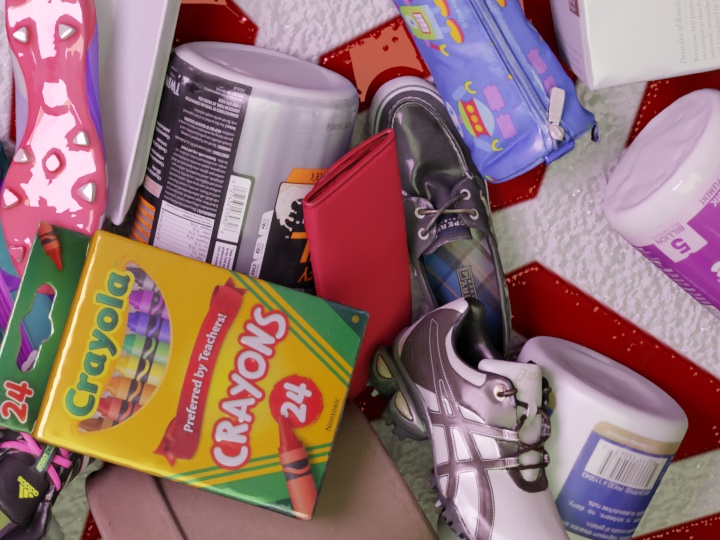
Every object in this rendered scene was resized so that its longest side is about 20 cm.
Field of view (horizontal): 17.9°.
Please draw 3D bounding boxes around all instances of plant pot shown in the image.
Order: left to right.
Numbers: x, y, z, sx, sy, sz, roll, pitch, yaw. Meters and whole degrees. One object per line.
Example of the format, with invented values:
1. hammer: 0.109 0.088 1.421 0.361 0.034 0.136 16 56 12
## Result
1. plant pot: -0.051 0.172 1.434 0.174 0.200 0.201 -32 109 -3

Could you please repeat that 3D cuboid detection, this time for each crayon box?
1. crayon box: -0.107 0.057 1.320 0.199 0.051 0.128 16 83 -9

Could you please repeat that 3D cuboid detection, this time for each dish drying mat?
1. dish drying mat: 0.000 0.000 1.413 0.077 0.018 0.200 -40 147 -23

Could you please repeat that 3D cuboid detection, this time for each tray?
1. tray: -0.139 -0.137 1.380 0.022 0.107 0.201 3 109 -33

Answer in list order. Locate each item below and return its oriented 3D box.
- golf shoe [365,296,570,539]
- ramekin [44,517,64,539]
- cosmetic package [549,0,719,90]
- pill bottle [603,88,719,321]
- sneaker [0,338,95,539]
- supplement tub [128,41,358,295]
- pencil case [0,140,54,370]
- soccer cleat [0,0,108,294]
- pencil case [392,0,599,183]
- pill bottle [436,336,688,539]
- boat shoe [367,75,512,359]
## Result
1. golf shoe: 0.085 0.106 1.400 0.094 0.078 0.200 -45 67 24
2. ramekin: -0.285 0.225 1.473 0.199 0.098 0.202 -2 108 -7
3. cosmetic package: 0.222 -0.169 1.414 0.199 0.102 0.074 -11 108 -3
4. pill bottle: 0.260 -0.015 1.462 0.200 0.112 0.112 38 99 -17
5. sneaker: -0.195 0.113 1.358 0.200 0.087 0.074 -45 109 5
6. supplement tub: -0.079 -0.031 1.407 0.122 0.123 0.201 11 107 -11
7. pencil case: -0.221 0.020 1.420 0.085 0.092 0.201 -24 110 0
8. soccer cleat: -0.180 -0.087 1.375 0.066 0.076 0.201 -3 92 8
9. pencil case: 0.072 -0.148 1.406 0.078 0.087 0.201 -35 108 -18
10. pill bottle: 0.119 0.156 1.493 0.119 0.120 0.201 23 103 -14
11. boat shoe: 0.055 -0.024 1.455 0.070 0.066 0.201 -14 109 -3
